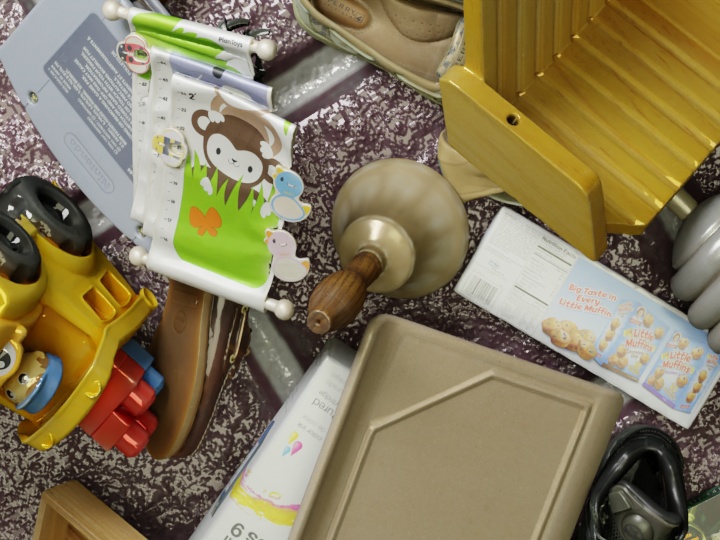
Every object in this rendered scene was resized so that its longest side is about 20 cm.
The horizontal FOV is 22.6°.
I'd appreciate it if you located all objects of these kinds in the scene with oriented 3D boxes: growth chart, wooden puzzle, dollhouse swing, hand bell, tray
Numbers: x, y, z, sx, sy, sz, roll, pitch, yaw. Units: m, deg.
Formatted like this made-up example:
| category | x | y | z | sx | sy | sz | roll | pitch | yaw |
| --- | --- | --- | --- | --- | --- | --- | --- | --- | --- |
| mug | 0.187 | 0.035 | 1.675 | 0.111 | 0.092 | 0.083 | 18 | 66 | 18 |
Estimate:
| category | x | y | z | sx | sy | sz | roll | pitch | yaw |
| --- | --- | --- | --- | --- | --- | --- | --- | --- | --- |
| growth chart | -0.097 | -0.069 | 1.161 | 0.143 | 0.018 | 0.202 | 11 | 118 | 24 |
| wooden puzzle | 0.063 | 0.140 | 1.226 | 0.198 | 0.037 | 0.187 | 18 | 99 | -18 |
| dollhouse swing | 0.168 | -0.158 | 1.164 | 0.181 | 0.176 | 0.200 | 39 | 64 | 11 |
| hand bell | 0.000 | 0.000 | 1.204 | 0.103 | 0.200 | 0.105 | 5 | 109 | 16 |
| tray | -0.156 | 0.243 | 1.260 | 0.199 | 0.037 | 0.099 | 34 | 122 | 31 |

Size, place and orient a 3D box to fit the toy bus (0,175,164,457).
| category | x | y | z | sx | sy | sz | roll | pitch | yaw |
| --- | --- | --- | --- | --- | --- | --- | --- | --- | --- |
| toy bus | -0.216 | 0.055 | 1.219 | 0.192 | 0.200 | 0.136 | 45 | 107 | -4 |

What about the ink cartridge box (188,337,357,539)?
| category | x | y | z | sx | sy | sz | roll | pitch | yaw |
| --- | --- | --- | --- | --- | --- | --- | --- | --- | --- |
| ink cartridge box | -0.020 | 0.174 | 1.291 | 0.145 | 0.088 | 0.201 | 35 | 97 | -3 |

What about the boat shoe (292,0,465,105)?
| category | x | y | z | sx | sy | sz | roll | pitch | yaw |
| --- | --- | --- | --- | --- | --- | --- | --- | --- | --- |
| boat shoe | 0.045 | -0.159 | 1.265 | 0.198 | 0.063 | 0.074 | 18 | 95 | -2 |

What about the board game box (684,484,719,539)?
| category | x | y | z | sx | sy | sz | roll | pitch | yaw |
| --- | --- | --- | --- | --- | --- | --- | --- | --- | --- |
| board game box | 0.245 | 0.227 | 1.324 | 0.199 | 0.023 | 0.105 | -27 | 96 | 3 |

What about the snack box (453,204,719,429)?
| category | x | y | z | sx | sy | sz | roll | pitch | yaw |
| --- | --- | --- | --- | --- | --- | --- | --- | --- | --- |
| snack box | 0.170 | 0.034 | 1.303 | 0.199 | 0.024 | 0.072 | 31 | 95 | -2 |

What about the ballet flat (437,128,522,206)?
| category | x | y | z | sx | sy | sz | roll | pitch | yaw |
| --- | --- | --- | --- | --- | --- | --- | --- | --- | --- |
| ballet flat | 0.154 | -0.078 | 1.280 | 0.198 | 0.069 | 0.064 | -1 | 118 | 5 |

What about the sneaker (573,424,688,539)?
| category | x | y | z | sx | sy | sz | roll | pitch | yaw |
| --- | --- | --- | --- | --- | --- | --- | --- | --- | --- |
| sneaker | 0.177 | 0.207 | 1.258 | 0.076 | 0.114 | 0.201 | 19 | 90 | 9 |

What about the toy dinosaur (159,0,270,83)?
| category | x | y | z | sx | sy | sz | roll | pitch | yaw |
| --- | --- | --- | --- | --- | --- | --- | --- | --- | --- |
| toy dinosaur | -0.143 | -0.154 | 1.259 | 0.135 | 0.102 | 0.202 | 22 | 118 | 15 |

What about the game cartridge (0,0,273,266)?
| category | x | y | z | sx | sy | sz | roll | pitch | yaw |
| --- | --- | --- | --- | --- | --- | --- | --- | --- | --- |
| game cartridge | -0.150 | -0.102 | 1.207 | 0.200 | 0.041 | 0.133 | 51 | 130 | 0 |

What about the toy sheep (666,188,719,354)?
| category | x | y | z | sx | sy | sz | roll | pitch | yaw |
| --- | --- | --- | --- | --- | --- | --- | --- | --- | --- |
| toy sheep | 0.285 | 0.004 | 1.249 | 0.138 | 0.138 | 0.200 | -45 | 79 | 5 |

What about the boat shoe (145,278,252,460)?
| category | x | y | z | sx | sy | sz | roll | pitch | yaw |
| --- | --- | --- | --- | --- | --- | --- | --- | --- | --- |
| boat shoe | -0.106 | 0.040 | 1.287 | 0.070 | 0.070 | 0.202 | 4 | 106 | -40 |
